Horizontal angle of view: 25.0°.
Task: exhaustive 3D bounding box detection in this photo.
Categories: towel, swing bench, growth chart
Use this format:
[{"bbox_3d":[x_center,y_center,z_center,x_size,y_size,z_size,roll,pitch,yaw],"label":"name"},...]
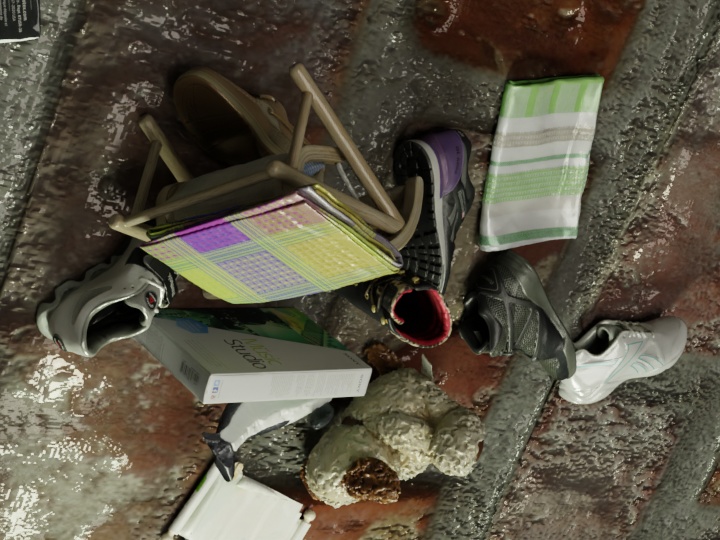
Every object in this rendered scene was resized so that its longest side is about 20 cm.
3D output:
[{"bbox_3d":[0.207,-0.121,1.841,0.149,0.031,0.200,-11,120,-36],"label":"towel"},{"bbox_3d":[-0.082,-0.061,1.484,0.200,0.199,0.130,42,46,-38],"label":"swing bench"},{"bbox_3d":[-0.075,-0.019,1.411,0.144,0.200,0.023,36,51,-42],"label":"towel"},{"bbox_3d":[-0.134,0.292,1.805,0.145,0.018,0.200,-52,135,-3],"label":"growth chart"}]

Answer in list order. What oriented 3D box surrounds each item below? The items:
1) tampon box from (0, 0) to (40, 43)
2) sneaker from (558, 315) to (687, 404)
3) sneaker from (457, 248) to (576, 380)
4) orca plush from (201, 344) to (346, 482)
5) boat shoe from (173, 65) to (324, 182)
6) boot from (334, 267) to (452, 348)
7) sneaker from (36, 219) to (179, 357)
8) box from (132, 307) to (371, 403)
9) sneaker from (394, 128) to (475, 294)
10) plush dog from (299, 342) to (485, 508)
[{"bbox_3d":[-0.317,-0.264,1.192,0.126,0.200,0.150,-8,121,-18],"label":"tampon box"},{"bbox_3d":[0.334,0.096,2.043,0.200,0.070,0.080,-24,125,-26],"label":"sneaker"},{"bbox_3d":[0.179,0.077,1.902,0.114,0.076,0.199,-42,131,-10],"label":"sneaker"},{"bbox_3d":[-0.091,0.150,1.720,0.200,0.105,0.071,-54,-179,-34],"label":"orca plush"},{"bbox_3d":[-0.105,-0.135,1.560,0.200,0.071,0.065,47,47,-39],"label":"boat shoe"},{"bbox_3d":[0.000,0.000,1.654,0.073,0.151,0.200,-50,134,-6],"label":"boot"},{"bbox_3d":[-0.204,0.014,1.541,0.200,0.088,0.074,-42,132,-15],"label":"sneaker"},{"bbox_3d":[-0.107,0.082,1.618,0.200,0.144,0.036,2,114,-41],"label":"box"},{"bbox_3d":[0.092,-0.056,1.756,0.088,0.076,0.200,-23,127,-35],"label":"sneaker"},{"bbox_3d":[0.014,0.190,1.785,0.172,0.200,0.161,-42,101,-26],"label":"plush dog"}]
